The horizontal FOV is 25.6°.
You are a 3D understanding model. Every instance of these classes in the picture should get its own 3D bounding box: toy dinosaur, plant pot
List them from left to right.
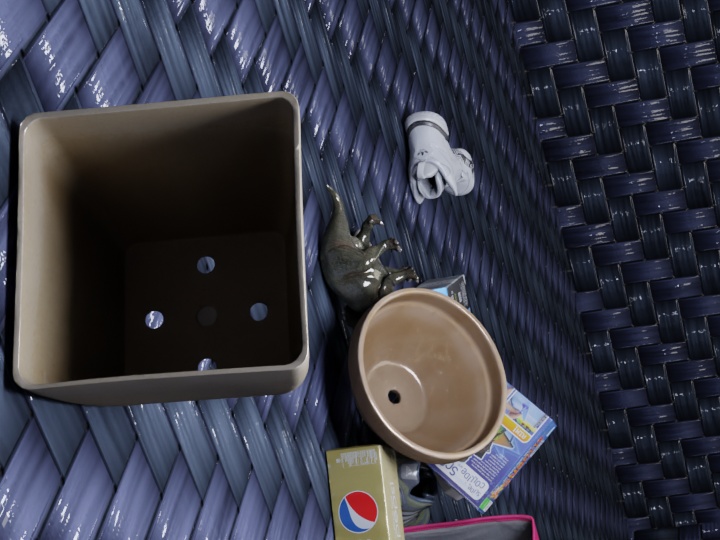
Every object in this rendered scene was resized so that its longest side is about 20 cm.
[{"bbox_3d":[-0.128,0.005,1.155,0.177,0.198,0.202,74,13,-70],"label":"plant pot"},{"bbox_3d":[0.000,0.000,1.817,0.201,0.102,0.077,61,-8,-19],"label":"toy dinosaur"},{"bbox_3d":[0.060,0.129,1.783,0.200,0.093,0.202,15,59,-27],"label":"plant pot"}]

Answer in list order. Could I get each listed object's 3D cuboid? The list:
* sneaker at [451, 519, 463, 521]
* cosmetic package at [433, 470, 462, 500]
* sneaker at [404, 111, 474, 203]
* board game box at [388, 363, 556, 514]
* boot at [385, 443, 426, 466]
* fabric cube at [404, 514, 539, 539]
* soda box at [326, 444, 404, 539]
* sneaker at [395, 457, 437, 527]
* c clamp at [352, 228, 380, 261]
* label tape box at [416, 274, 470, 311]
[{"bbox_3d":[0.179,0.417,2.259,0.077,0.084,0.201,-84,159,-44],"label":"sneaker"},{"bbox_3d":[0.109,0.162,1.913,0.201,0.101,0.071,64,8,21],"label":"cosmetic package"},{"bbox_3d":[0.118,-0.140,2.372,0.200,0.075,0.116,52,33,-53],"label":"sneaker"},{"bbox_3d":[0.110,0.166,1.847,0.200,0.136,0.034,40,-3,24],"label":"board game box"},{"bbox_3d":[0.133,0.220,2.035,0.200,0.165,0.073,13,70,-74],"label":"boot"},{"bbox_3d":[0.126,0.430,1.836,0.201,0.195,0.200,-80,156,-52],"label":"fabric cube"},{"bbox_3d":[0.011,0.293,1.736,0.068,0.063,0.202,23,61,-73],"label":"soda box"},{"bbox_3d":[0.057,0.272,1.886,0.200,0.080,0.074,51,34,-63],"label":"sneaker"},{"bbox_3d":[0.022,0.051,1.985,0.200,0.027,0.172,63,24,-52],"label":"c clamp"},{"bbox_3d":[0.113,0.092,2.233,0.200,0.066,0.145,-31,111,-76],"label":"label tape box"}]
